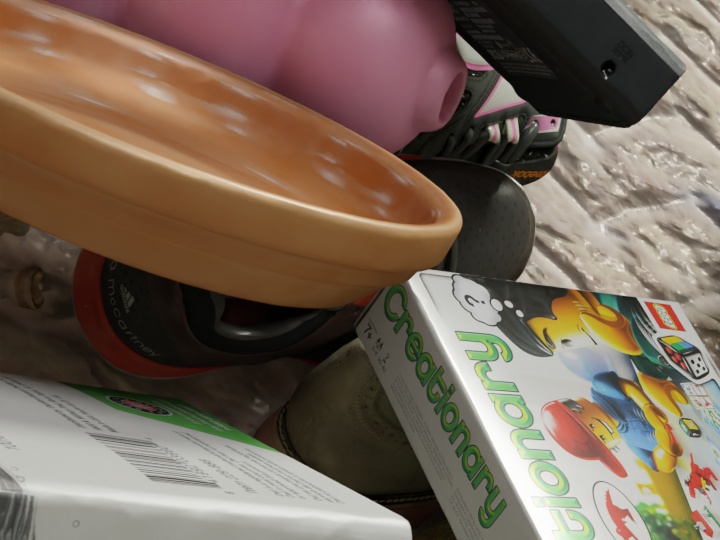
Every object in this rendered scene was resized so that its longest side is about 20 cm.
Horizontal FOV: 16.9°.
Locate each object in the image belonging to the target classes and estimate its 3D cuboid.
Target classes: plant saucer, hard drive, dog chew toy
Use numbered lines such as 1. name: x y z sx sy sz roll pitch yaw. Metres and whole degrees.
1. plant saucer: -0.068 -0.038 0.724 0.199 0.038 0.200 21 11 -4
2. hard drive: 0.020 -0.133 0.872 0.200 0.033 0.140 43 -2 -11
3. dog chew toy: -0.054 -0.102 0.879 0.199 0.125 0.125 25 32 15

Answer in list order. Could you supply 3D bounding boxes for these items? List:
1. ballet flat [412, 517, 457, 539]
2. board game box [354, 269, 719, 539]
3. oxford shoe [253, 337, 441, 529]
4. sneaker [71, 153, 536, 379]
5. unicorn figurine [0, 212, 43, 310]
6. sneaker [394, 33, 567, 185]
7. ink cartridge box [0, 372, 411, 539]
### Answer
1. ballet flat: 0.087 0.095 0.843 0.200 0.071 0.071 -4 50 -42
2. board game box: 0.089 0.086 0.755 0.126 0.035 0.200 7 42 -37
3. oxford shoe: 0.053 0.043 0.868 0.200 0.074 0.071 -14 58 -48
4. sneaker: 0.000 0.000 0.849 0.200 0.082 0.077 -15 93 -39
5. unicorn figurine: -0.174 -0.012 0.701 0.137 0.200 0.074 2 77 10
6. sneaker: 0.044 -0.067 0.993 0.086 0.080 0.200 46 40 -3
7. ink cartridge box: -0.112 0.075 0.630 0.199 0.084 0.146 10 6 -31
